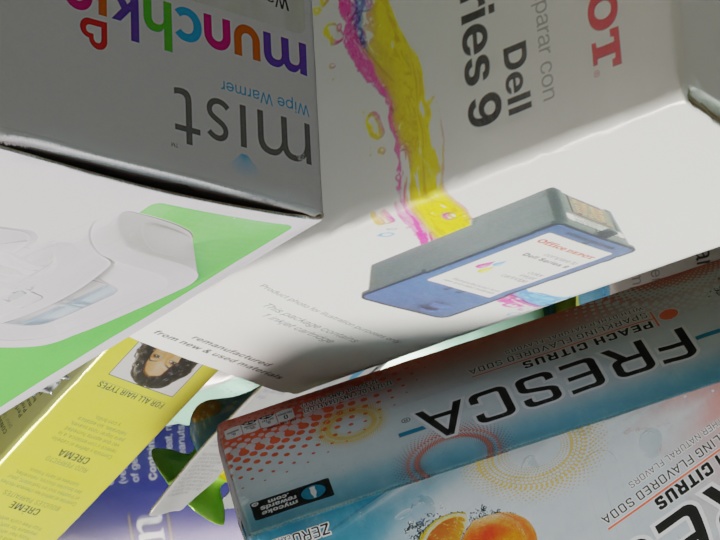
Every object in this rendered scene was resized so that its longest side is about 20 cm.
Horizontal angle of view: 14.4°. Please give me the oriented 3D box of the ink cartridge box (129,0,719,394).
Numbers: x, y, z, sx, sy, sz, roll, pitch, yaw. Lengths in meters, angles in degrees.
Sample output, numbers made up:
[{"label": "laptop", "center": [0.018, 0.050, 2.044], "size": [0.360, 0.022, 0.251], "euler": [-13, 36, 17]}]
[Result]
[{"label": "ink cartridge box", "center": [0.026, -0.067, 0.776], "size": [0.199, 0.146, 0.087], "euler": [-19, 153, 35]}]

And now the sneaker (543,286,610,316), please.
[{"label": "sneaker", "center": [0.143, 0.009, 1.094], "size": [0.130, 0.080, 0.200], "euler": [-8, 158, 25]}]

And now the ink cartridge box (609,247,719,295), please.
[{"label": "ink cartridge box", "center": [0.182, -0.024, 0.914], "size": [0.199, 0.147, 0.084], "euler": [-11, 157, 17]}]

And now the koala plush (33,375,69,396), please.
[{"label": "koala plush", "center": [-0.204, 0.014, 0.875], "size": [0.177, 0.185, 0.200], "euler": [-18, 153, 33]}]

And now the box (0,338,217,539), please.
[{"label": "box", "center": [-0.086, 0.014, 0.948], "size": [0.050, 0.075, 0.200], "euler": [22, 119, -44]}]

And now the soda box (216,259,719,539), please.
[{"label": "soda box", "center": [0.064, 0.054, 0.812], "size": [0.199, 0.068, 0.064], "euler": [-18, 117, -3]}]

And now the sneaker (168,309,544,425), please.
[{"label": "sneaker", "center": [-0.017, 0.062, 1.088], "size": [0.199, 0.074, 0.119], "euler": [-14, 112, 20]}]

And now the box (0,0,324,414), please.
[{"label": "box", "center": [-0.106, -0.066, 0.711], "size": [0.096, 0.178, 0.200], "euler": [12, 153, -35]}]

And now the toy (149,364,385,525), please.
[{"label": "toy", "center": [0.000, 0.000, 0.973], "size": [0.200, 0.047, 0.115], "euler": [-49, 168, 6]}]

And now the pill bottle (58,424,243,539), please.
[{"label": "pill bottle", "center": [-0.100, 0.090, 1.188], "size": [0.198, 0.117, 0.116], "euler": [-7, 158, 7]}]
